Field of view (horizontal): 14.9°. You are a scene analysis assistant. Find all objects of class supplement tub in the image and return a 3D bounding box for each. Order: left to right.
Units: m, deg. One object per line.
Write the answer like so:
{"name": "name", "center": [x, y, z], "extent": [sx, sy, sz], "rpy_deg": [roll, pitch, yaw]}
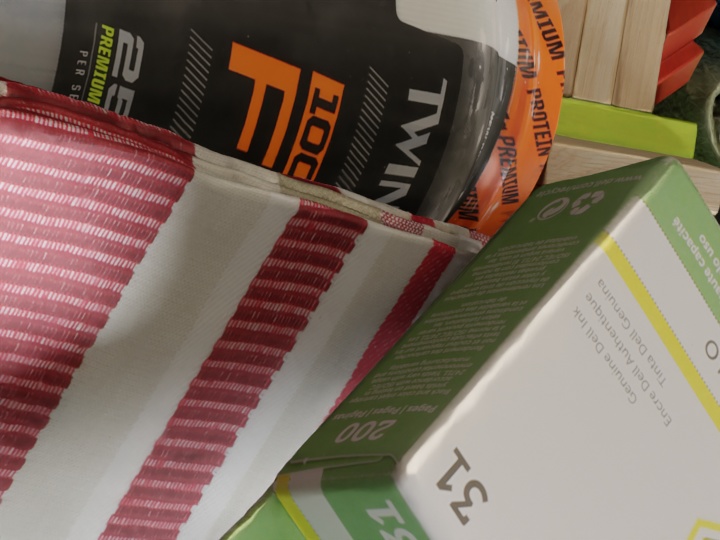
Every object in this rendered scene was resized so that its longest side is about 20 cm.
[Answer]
{"name": "supplement tub", "center": [-0.056, -0.052, 0.608], "extent": [0.200, 0.122, 0.123], "rpy_deg": [4, 65, -43]}

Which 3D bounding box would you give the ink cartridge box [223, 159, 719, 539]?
{"name": "ink cartridge box", "center": [0.031, 0.094, 0.540], "extent": [0.200, 0.048, 0.146], "rpy_deg": [-46, 112, -35]}

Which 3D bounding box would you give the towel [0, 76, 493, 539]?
{"name": "towel", "center": [-0.053, 0.039, 0.571], "extent": [0.200, 0.144, 0.023], "rpy_deg": [16, 20, -47]}

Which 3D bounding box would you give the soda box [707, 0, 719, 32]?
{"name": "soda box", "center": [0.142, -0.074, 0.810], "extent": [0.068, 0.064, 0.200], "rpy_deg": [40, -1, 14]}

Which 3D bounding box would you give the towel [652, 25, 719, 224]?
{"name": "towel", "center": [0.122, -0.025, 0.836], "extent": [0.200, 0.037, 0.148], "rpy_deg": [41, 0, -39]}

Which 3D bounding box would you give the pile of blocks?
{"name": "pile of blocks", "center": [0.062, 0.003, 0.680], "extent": [0.062, 0.082, 0.200], "rpy_deg": [10, 64, -15]}
